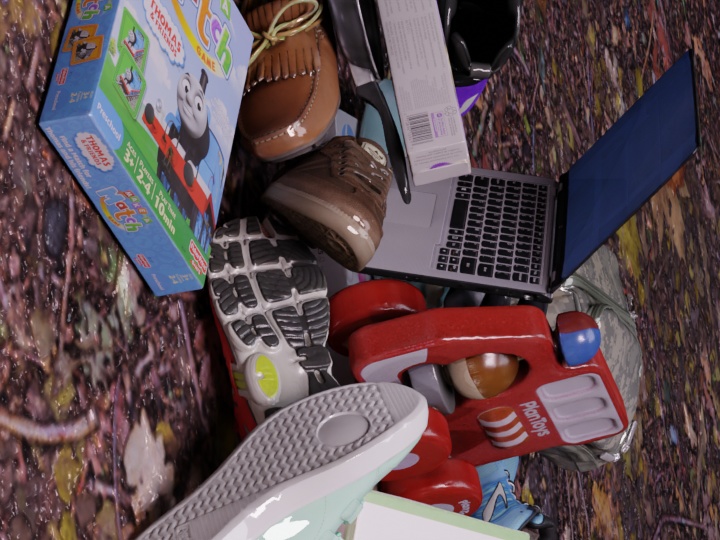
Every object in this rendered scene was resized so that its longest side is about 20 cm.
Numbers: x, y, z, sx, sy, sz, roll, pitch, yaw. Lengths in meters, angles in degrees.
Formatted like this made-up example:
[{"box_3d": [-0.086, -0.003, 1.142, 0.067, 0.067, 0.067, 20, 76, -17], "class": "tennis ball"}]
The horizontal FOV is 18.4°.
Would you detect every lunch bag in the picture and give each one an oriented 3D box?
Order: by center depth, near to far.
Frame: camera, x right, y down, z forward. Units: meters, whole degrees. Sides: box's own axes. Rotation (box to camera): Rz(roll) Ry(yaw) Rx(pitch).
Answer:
[{"box_3d": [0.146, 0.063, 1.762, 0.200, 0.138, 0.169, 36, 41, -64], "class": "lunch bag"}]

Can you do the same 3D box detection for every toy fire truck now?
[{"box_3d": [0.075, 0.072, 1.393, 0.200, 0.167, 0.113, 60, 17, -59], "class": "toy fire truck"}]

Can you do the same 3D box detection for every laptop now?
[{"box_3d": [0.105, -0.072, 1.414, 0.187, 0.198, 0.117, -74, 172, -65], "class": "laptop"}]

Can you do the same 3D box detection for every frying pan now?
[{"box_3d": [0.004, -0.141, 1.442, 0.115, 0.031, 0.191, -65, 144, -79], "class": "frying pan"}]

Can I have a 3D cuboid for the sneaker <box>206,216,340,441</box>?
[{"box_3d": [-0.058, 0.061, 1.346, 0.085, 0.076, 0.201, 123, -40, -52], "class": "sneaker"}]

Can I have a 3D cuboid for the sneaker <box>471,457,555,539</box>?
[{"box_3d": [0.110, 0.200, 1.704, 0.201, 0.089, 0.079, -79, 153, -50], "class": "sneaker"}]

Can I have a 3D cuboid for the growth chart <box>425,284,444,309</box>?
[{"box_3d": [0.055, 0.110, 1.591, 0.200, 0.018, 0.145, 70, 36, -52], "class": "growth chart"}]

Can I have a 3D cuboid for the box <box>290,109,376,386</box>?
[{"box_3d": [0.000, 0.000, 1.557, 0.156, 0.041, 0.202, 22, 61, -68], "class": "box"}]

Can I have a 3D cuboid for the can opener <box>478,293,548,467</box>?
[{"box_3d": [0.087, 0.069, 1.518, 0.200, 0.063, 0.079, 98, -30, -55], "class": "can opener"}]

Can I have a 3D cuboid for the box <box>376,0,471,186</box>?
[{"box_3d": [0.035, -0.149, 1.450, 0.039, 0.041, 0.201, 76, 2, -58], "class": "box"}]

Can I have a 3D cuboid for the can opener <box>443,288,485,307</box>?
[{"box_3d": [0.093, -0.018, 1.581, 0.054, 0.067, 0.200, 63, 13, -7], "class": "can opener"}]

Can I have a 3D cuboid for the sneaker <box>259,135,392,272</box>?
[{"box_3d": [-0.015, -0.053, 1.365, 0.070, 0.076, 0.200, 41, -3, -14], "class": "sneaker"}]

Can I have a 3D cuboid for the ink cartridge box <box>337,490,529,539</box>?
[{"box_3d": [0.026, 0.243, 1.358, 0.145, 0.048, 0.201, 19, 76, -37], "class": "ink cartridge box"}]

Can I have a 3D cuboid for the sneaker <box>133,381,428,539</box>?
[{"box_3d": [-0.035, 0.153, 1.251, 0.200, 0.074, 0.119, -35, 127, -19], "class": "sneaker"}]

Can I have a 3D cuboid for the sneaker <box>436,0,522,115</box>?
[{"box_3d": [0.069, -0.159, 1.528, 0.201, 0.069, 0.100, 99, -18, -49], "class": "sneaker"}]

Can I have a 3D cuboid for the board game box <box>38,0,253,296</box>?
[{"box_3d": [-0.118, -0.111, 1.281, 0.152, 0.036, 0.201, 60, 29, -45], "class": "board game box"}]

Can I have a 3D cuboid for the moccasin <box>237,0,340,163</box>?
[{"box_3d": [-0.049, -0.149, 1.430, 0.202, 0.073, 0.078, -80, 151, -42], "class": "moccasin"}]

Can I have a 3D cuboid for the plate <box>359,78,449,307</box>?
[{"box_3d": [0.043, -0.040, 1.597, 0.200, 0.025, 0.202, -7, 90, -72], "class": "plate"}]
